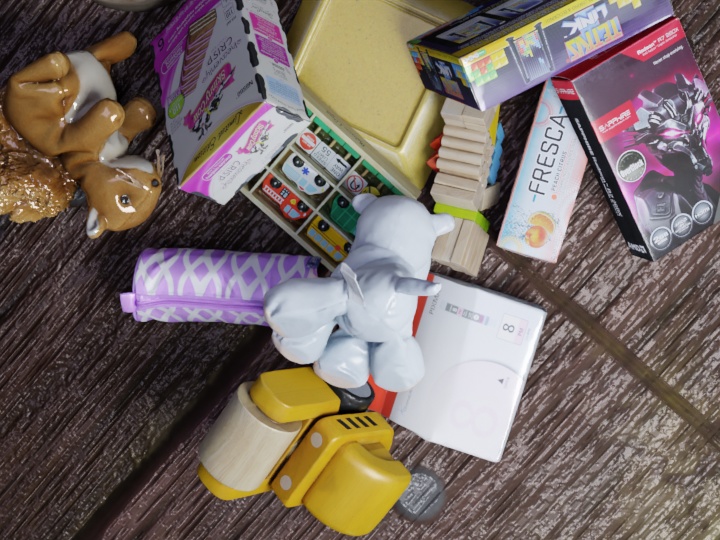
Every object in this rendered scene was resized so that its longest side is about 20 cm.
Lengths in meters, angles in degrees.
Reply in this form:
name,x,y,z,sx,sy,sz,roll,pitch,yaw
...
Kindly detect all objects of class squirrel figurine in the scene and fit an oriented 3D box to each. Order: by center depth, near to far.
name,x,y,z,sx,sy,sz,roll,pitch,yaw
squirrel figurine,-0.296,-0.121,1.235,0.199,0.142,0.187,-22,100,23

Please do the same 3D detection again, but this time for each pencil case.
name,x,y,z,sx,sy,sz,roll,pitch,yaw
pencil case,-0.137,0.022,1.223,0.199,0.086,0.084,2,125,11

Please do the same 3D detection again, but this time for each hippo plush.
name,x,y,z,sx,sy,sz,roll,pitch,yaw
hippo plush,0.000,0.000,1.121,0.159,0.200,0.161,11,53,4

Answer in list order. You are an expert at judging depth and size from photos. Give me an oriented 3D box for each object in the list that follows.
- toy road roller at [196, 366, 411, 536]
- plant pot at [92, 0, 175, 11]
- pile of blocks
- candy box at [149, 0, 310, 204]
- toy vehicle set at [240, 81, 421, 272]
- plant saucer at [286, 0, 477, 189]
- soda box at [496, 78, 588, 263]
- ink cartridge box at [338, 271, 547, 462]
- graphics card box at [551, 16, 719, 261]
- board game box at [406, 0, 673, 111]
name,x,y,z,sx,sy,sz,roll,pitch,yaw
toy road roller,-0.042,0.182,1.149,0.146,0.200,0.123,46,114,28
plant pot,-0.250,-0.371,1.181,0.199,0.174,0.201,0,93,7
pile of blocks,0.100,-0.095,1.189,0.062,0.082,0.201,15,106,24
candy box,-0.132,-0.185,1.157,0.136,0.061,0.201,-40,51,30
toy vehicle set,-0.052,-0.100,1.207,0.200,0.027,0.124,41,116,-1
plant saucer,0.011,-0.209,1.211,0.199,0.048,0.201,26,96,7
soda box,0.192,-0.111,1.177,0.063,0.068,0.201,17,94,6
ink cartridge box,0.072,0.087,1.215,0.199,0.057,0.163,17,95,3
graphics card box,0.278,-0.124,1.130,0.125,0.051,0.200,-30,107,-10
board game box,0.161,-0.224,1.105,0.199,0.165,0.057,-27,111,-6
